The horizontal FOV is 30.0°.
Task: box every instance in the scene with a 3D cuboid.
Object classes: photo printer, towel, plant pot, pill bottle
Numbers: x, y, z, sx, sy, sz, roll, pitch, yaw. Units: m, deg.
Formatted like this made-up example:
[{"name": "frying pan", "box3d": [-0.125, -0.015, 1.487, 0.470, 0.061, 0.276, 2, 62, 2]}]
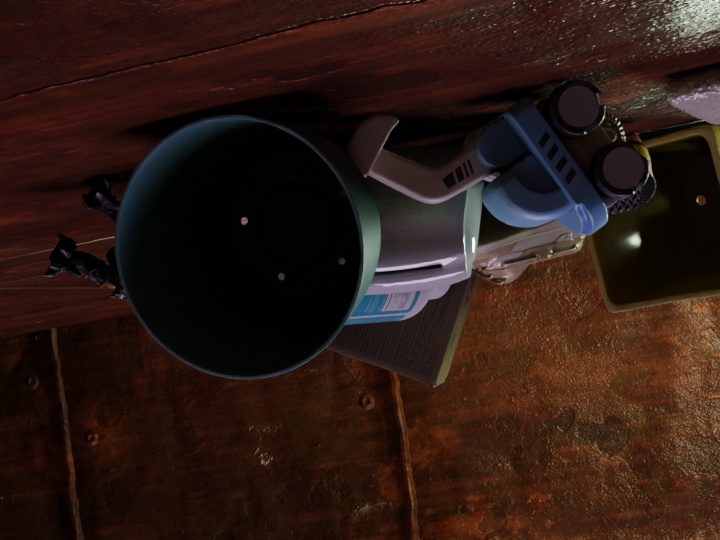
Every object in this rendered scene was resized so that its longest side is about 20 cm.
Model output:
[{"name": "photo printer", "box3d": [0.029, -0.045, 1.244, 0.166, 0.070, 0.200, -4, -151, 10]}, {"name": "towel", "box3d": [0.367, -0.166, 1.239, 0.132, 0.035, 0.200, -12, 176, 27]}, {"name": "plant pot", "box3d": [0.407, -0.077, 1.636, 0.195, 0.195, 0.200, -12, -175, 43]}, {"name": "pill bottle", "box3d": [0.000, 0.000, 1.386, 0.200, 0.111, 0.111, -2, 173, -39]}, {"name": "plant pot", "box3d": [-0.073, -0.027, 1.084, 0.200, 0.201, 0.161, -10, -175, 16]}]

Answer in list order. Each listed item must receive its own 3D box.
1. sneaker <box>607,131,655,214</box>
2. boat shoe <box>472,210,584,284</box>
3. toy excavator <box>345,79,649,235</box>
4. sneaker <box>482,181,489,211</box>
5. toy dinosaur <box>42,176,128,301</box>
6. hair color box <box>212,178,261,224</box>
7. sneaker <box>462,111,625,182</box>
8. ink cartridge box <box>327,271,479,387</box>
[{"name": "sneaker", "box3d": [0.211, -0.103, 1.438, 0.200, 0.090, 0.070, -6, 138, 9]}, {"name": "boat shoe", "box3d": [0.139, -0.021, 1.312, 0.200, 0.069, 0.074, -16, -151, -19]}, {"name": "toy excavator", "box3d": [0.114, -0.089, 1.152, 0.200, 0.195, 0.100, -37, -179, -9]}, {"name": "sneaker", "box3d": [0.061, -0.092, 1.407, 0.200, 0.078, 0.070, 14, 177, 25]}, {"name": "toy dinosaur", "box3d": [-0.217, -0.007, 1.269, 0.136, 0.102, 0.200, 31, 163, -19]}, {"name": "hair color box", "box3d": [-0.139, -0.069, 1.271, 0.100, 0.061, 0.200, -9, 176, -10]}, {"name": "sneaker", "box3d": [0.155, -0.109, 1.313, 0.200, 0.070, 0.108, -10, 176, -37]}, {"name": "ink cartridge box", "box3d": [0.046, 0.010, 1.519, 0.164, 0.200, 0.075, 20, -175, 12]}]
